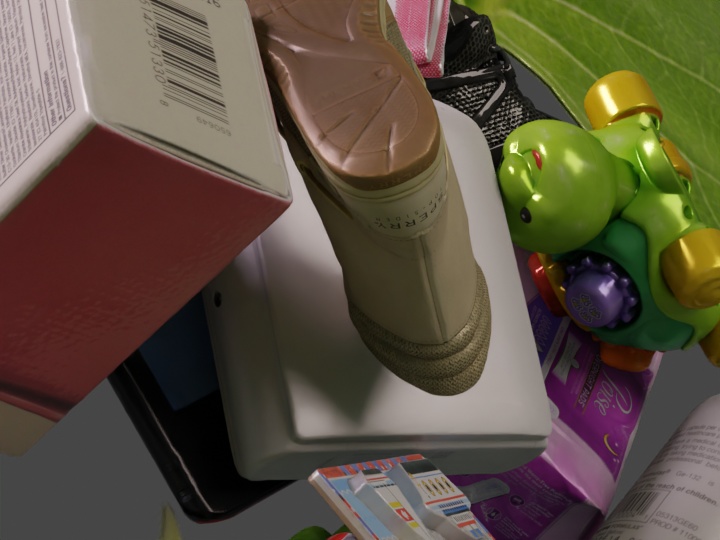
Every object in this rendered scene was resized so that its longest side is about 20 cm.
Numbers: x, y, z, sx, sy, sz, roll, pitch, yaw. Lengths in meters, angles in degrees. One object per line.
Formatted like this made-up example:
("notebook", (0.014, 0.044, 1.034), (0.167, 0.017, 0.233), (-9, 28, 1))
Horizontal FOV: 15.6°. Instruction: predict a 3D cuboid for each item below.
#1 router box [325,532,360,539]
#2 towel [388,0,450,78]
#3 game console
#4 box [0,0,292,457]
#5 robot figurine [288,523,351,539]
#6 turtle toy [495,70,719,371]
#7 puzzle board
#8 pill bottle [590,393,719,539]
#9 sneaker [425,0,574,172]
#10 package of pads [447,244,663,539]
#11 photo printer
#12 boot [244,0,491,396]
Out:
("router box", (-0.006, 0.237, 1.047), (0.179, 0.049, 0.200), (-41, 90, -16))
("towel", (-0.049, -0.142, 1.417), (0.146, 0.200, 0.030), (-82, 167, -51))
("game console", (-0.065, 0.008, 1.291), (0.177, 0.031, 0.200), (-25, 83, -45))
("box", (-0.139, -0.033, 1.132), (0.109, 0.200, 0.128), (22, 40, -37))
("robot figurine", (0.023, 0.206, 1.152), (0.175, 0.116, 0.200), (-14, 67, -49))
("turtle toy", (0.132, -0.022, 1.382), (0.200, 0.101, 0.146), (52, 13, -57))
("puzzle board", (0.054, 0.137, 1.124), (0.151, 0.017, 0.200), (50, 8, 10))
("pill bottle", (0.198, 0.127, 1.342), (0.114, 0.114, 0.200), (45, 61, -5))
("sneaker", (0.084, -0.092, 1.504), (0.199, 0.114, 0.076), (12, 3, -16))
("package of pads", (0.093, 0.065, 1.429), (0.120, 0.076, 0.200), (41, 32, -7))
("photo printer", (0.000, 0.000, 1.279), (0.166, 0.069, 0.200), (2, 66, -34))
("boot", (0.003, -0.053, 1.191), (0.200, 0.073, 0.156), (-118, -173, -47))
